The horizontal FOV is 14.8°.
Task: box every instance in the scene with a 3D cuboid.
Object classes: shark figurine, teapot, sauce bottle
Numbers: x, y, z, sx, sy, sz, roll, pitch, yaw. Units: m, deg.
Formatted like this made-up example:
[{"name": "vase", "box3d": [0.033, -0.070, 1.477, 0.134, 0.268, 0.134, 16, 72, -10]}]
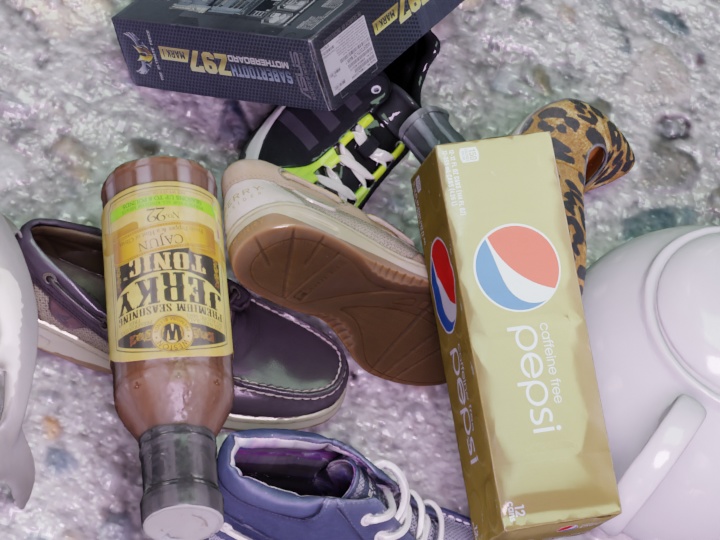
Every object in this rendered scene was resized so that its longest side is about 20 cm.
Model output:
[{"name": "shark figurine", "box3d": [-0.190, 0.003, 1.397, 0.215, 0.128, 0.089, 60, 16, 8]}, {"name": "teapot", "box3d": [0.193, 0.050, 1.501, 0.196, 0.146, 0.201, -2, 58, -19]}, {"name": "sauce bottle", "box3d": [-0.093, 0.038, 1.382, 0.064, 0.065, 0.201, 2, 57, -17]}]

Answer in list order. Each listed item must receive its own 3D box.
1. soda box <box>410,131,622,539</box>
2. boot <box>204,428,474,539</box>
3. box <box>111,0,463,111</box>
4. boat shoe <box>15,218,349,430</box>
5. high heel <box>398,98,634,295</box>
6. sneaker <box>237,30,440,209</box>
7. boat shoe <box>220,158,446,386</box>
[{"name": "soda box", "box3d": [0.078, 0.036, 1.409, 0.064, 0.068, 0.201, -8, 78, -12]}, {"name": "boot", "box3d": [0.012, 0.136, 1.415, 0.199, 0.090, 0.073, 10, 54, -12]}, {"name": "box", "box3d": [-0.020, -0.167, 1.584, 0.157, 0.051, 0.200, 11, 40, 40]}, {"name": "boat shoe", "box3d": [-0.097, 0.026, 1.468, 0.199, 0.065, 0.072, 21, 53, -4]}, {"name": "high heel", "box3d": [0.120, -0.027, 1.554, 0.199, 0.071, 0.143, 0, 46, -49]}, {"name": "sneaker", "box3d": [-0.007, -0.078, 1.545, 0.072, 0.083, 0.201, 46, 45, -31]}, {"name": "boat shoe", "box3d": [0.000, 0.000, 1.474, 0.200, 0.072, 0.065, 30, 31, -42]}]
